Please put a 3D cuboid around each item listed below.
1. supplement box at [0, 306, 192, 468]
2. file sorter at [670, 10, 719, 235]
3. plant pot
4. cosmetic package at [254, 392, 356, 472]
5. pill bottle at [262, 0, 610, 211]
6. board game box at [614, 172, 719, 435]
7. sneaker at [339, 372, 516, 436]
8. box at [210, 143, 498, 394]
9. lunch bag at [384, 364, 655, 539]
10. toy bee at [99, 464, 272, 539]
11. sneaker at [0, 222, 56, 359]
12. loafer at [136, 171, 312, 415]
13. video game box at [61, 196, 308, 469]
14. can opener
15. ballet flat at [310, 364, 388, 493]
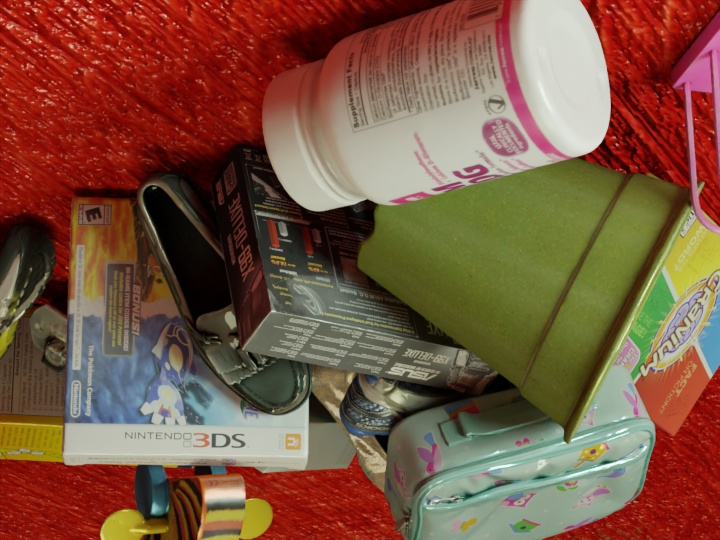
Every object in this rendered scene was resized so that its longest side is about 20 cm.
[{"bbox_3d":[-0.237,0.102,1.816,0.199,0.109,0.110,4,157,-11],"label":"supplement box"},{"bbox_3d":[0.298,-0.107,1.296,0.139,0.126,0.200,4,157,-13],"label":"file sorter"},{"bbox_3d":[0.106,-0.013,1.431,0.190,0.200,0.200,27,159,9],"label":"plant pot"},{"bbox_3d":[-0.108,0.090,1.676,0.200,0.052,0.151,32,-172,24],"label":"cosmetic package"},{"bbox_3d":[0.045,-0.105,1.311,0.200,0.114,0.113,-14,154,31],"label":"pill bottle"},{"bbox_3d":[0.232,0.031,1.611,0.040,0.153,0.200,32,180,35],"label":"board game box"},{"bbox_3d":[0.062,0.096,1.579,0.200,0.077,0.085,8,134,-41],"label":"sneaker"},{"bbox_3d":[0.000,0.000,1.503,0.200,0.158,0.050,12,135,-29],"label":"box"},{"bbox_3d":[0.114,0.145,1.542,0.200,0.077,0.161,-15,152,-11],"label":"lunch bag"},{"bbox_3d":[-0.133,0.195,1.613,0.131,0.109,0.200,-1,-176,-4],"label":"toy bee"},{"bbox_3d":[-0.311,0.022,1.663,0.085,0.074,0.200,39,133,1],"label":"sneaker"},{"bbox_3d":[-0.106,0.018,1.501,0.072,0.200,0.063,-33,174,6],"label":"loafer"},{"bbox_3d":[-0.128,0.046,1.558,0.182,0.201,0.047,1,165,-7],"label":"video game box"},{"bbox_3d":[-0.187,0.085,1.729,0.200,0.067,0.053,33,133,11],"label":"can opener"},{"bbox_3d":[0.021,0.119,1.640,0.067,0.068,0.200,-6,142,31],"label":"ballet flat"}]
